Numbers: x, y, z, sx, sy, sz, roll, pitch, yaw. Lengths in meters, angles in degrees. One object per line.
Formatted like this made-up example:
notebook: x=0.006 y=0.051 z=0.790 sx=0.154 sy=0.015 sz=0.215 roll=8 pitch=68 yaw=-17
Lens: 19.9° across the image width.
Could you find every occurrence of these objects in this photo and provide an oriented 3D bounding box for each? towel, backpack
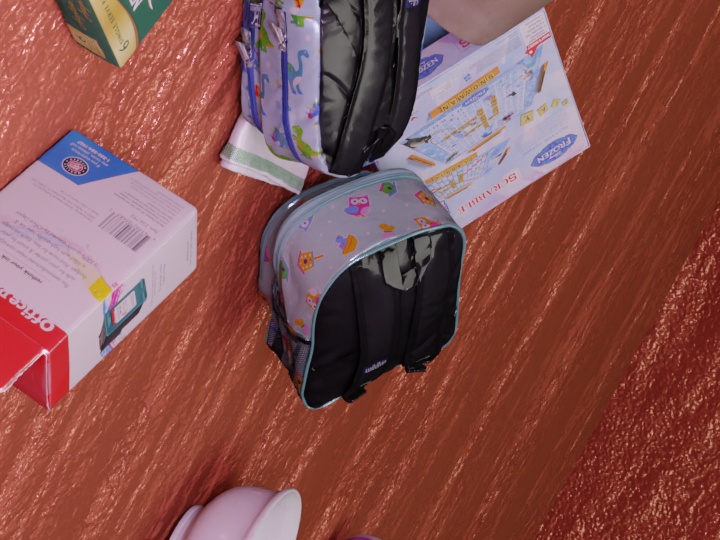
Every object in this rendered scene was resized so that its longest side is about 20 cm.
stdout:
towel: x=-0.038 y=-0.162 z=1.706 sx=0.201 sy=0.031 sz=0.149 roll=-61 pitch=162 yaw=5
backpack: x=-0.018 y=-0.173 z=1.580 sx=0.163 sy=0.153 sz=0.202 roll=-32 pitch=120 yaw=-47
backpack: x=0.000 y=0.000 z=1.816 sx=0.174 sy=0.154 sz=0.201 roll=-20 pitch=152 yaw=-20

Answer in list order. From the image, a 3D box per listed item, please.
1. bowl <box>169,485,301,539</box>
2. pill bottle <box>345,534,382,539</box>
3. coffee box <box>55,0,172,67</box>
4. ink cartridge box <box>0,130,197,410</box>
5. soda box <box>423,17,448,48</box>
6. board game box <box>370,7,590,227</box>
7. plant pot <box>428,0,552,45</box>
bowl: x=-0.139 y=0.290 z=2.015 sx=0.202 sy=0.090 sz=0.202 roll=-60 pitch=164 yaw=-29
pill bottle: x=-0.032 y=0.396 z=2.454 sx=0.200 sy=0.104 sz=0.105 roll=-27 pitch=144 yaw=-57
coffee box: x=-0.126 y=-0.241 z=1.335 sx=0.201 sy=0.044 sz=0.123 roll=-54 pitch=161 yaw=-16
ink cartridge box: x=-0.214 y=0.009 z=1.379 sx=0.200 sy=0.116 sz=0.068 roll=-45 pitch=158 yaw=-34
soda box: x=0.095 y=-0.211 z=1.911 sx=0.064 sy=0.068 sz=0.201 roll=-38 pitch=152 yaw=-47
board game box: x=0.100 y=-0.134 z=1.890 sx=0.199 sy=0.041 sz=0.200 roll=-32 pitch=140 yaw=-4
plant pot: x=0.117 y=-0.287 z=1.704 sx=0.174 sy=0.200 sz=0.200 roll=-49 pitch=166 yaw=21
